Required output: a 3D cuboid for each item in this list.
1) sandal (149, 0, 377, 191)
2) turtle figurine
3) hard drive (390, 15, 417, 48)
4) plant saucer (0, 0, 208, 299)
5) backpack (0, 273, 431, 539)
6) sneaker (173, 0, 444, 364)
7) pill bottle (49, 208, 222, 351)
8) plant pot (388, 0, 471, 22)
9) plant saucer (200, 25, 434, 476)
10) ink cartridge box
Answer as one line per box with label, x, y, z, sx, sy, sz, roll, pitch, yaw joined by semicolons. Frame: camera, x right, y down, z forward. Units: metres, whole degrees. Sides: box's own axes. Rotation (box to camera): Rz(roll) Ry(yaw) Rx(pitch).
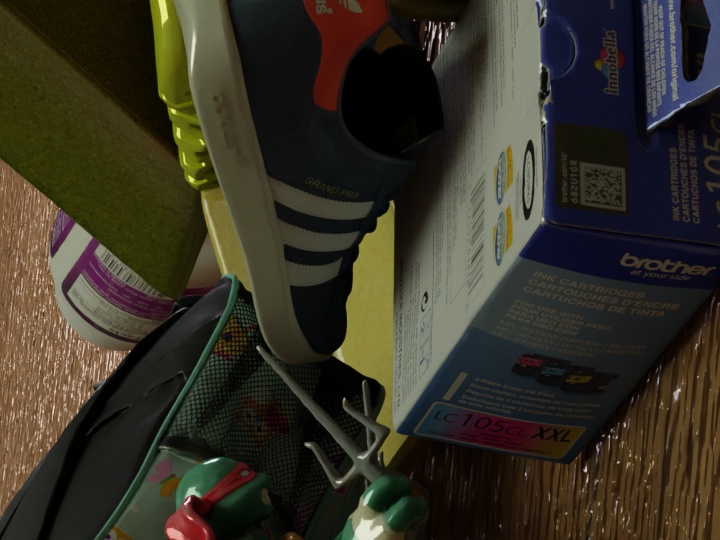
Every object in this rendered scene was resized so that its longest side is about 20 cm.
sandal;-0.035;-0.080;1.128;0.200;0.086;0.080;93;170;-83
turtle figurine;-0.005;0.123;1.021;0.201;0.100;0.150;58;179;-3
hard drive;-0.011;-0.077;1.427;0.200;0.038;0.140;-104;26;-55
plant saucer;-0.122;-0.118;1.394;0.048;0.200;0.200;-35;24;36
backpack;-0.077;0.130;1.136;0.176;0.153;0.200;-41;8;47
sneaker;-0.008;-0.036;1.046;0.200;0.084;0.075;76;-179;-57
pill bottle;-0.119;-0.020;1.663;0.200;0.112;0.113;134;142;-66
plant pot;0.034;-0.176;1.028;0.200;0.199;0.143;122;142;-57
plant saucer;0.000;0.000;1.235;0.200;0.048;0.201;121;136;-58
ink cartridge box;0.073;-0.037;0.994;0.200;0.076;0.137;119;156;-58
